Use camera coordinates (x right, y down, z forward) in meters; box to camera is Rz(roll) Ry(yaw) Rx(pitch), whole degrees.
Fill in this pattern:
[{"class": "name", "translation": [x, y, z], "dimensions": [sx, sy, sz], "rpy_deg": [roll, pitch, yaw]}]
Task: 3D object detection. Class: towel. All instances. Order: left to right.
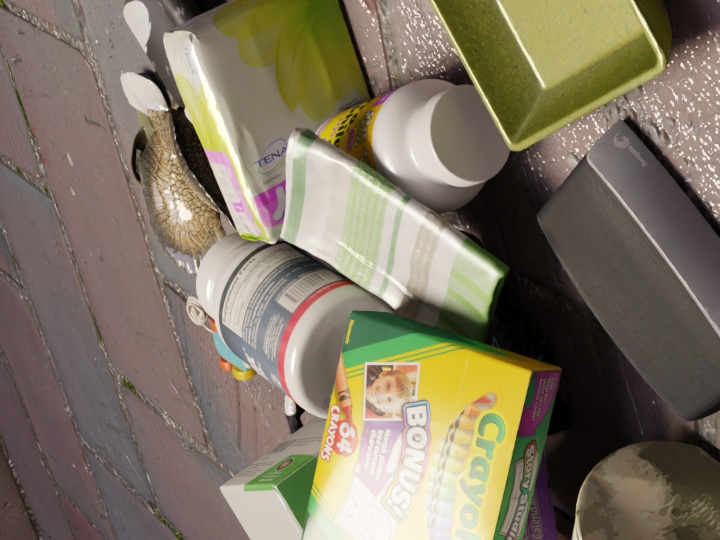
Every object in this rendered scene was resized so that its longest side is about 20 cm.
[{"class": "towel", "translation": [0.020, -0.016, 1.127], "dimensions": [0.199, 0.031, 0.150], "rpy_deg": [35, 154, 15]}]

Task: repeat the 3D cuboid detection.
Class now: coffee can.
[{"class": "coffee can", "translation": [0.227, 0.251, 1.103], "dimensions": [0.146, 0.145, 0.202], "rpy_deg": [42, 150, 32]}]

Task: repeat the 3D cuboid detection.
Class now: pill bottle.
[{"class": "pill bottle", "translation": [-0.062, 0.039, 1.278], "dimensions": [0.199, 0.119, 0.121], "rpy_deg": [31, 143, 50]}, {"class": "pill bottle", "translation": [0.038, -0.093, 1.143], "dimensions": [0.199, 0.104, 0.105], "rpy_deg": [-11, 107, 63]}]

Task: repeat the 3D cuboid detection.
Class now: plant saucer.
[{"class": "plant saucer", "translation": [0.117, -0.201, 0.951], "dimensions": [0.202, 0.048, 0.199], "rpy_deg": [61, 155, -2]}]

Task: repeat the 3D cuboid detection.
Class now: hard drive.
[{"class": "hard drive", "translation": [0.207, 0.007, 1.007], "dimensions": [0.201, 0.042, 0.135], "rpy_deg": [55, 154, 11]}]

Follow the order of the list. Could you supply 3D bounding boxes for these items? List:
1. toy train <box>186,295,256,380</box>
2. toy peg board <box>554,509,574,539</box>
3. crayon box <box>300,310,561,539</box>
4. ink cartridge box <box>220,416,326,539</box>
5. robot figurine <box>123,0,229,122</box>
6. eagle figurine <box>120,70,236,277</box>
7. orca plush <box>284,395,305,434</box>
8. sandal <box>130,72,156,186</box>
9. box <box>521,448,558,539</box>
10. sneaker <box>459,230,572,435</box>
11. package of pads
[{"class": "toy train", "translation": [-0.134, 0.047, 1.675], "dimensions": [0.151, 0.055, 0.200], "rpy_deg": [60, 152, 4]}, {"class": "toy peg board", "translation": [0.156, 0.323, 1.369], "dimensions": [0.199, 0.097, 0.202], "rpy_deg": [34, 145, 44]}, {"class": "crayon box", "translation": [0.051, 0.150, 1.113], "dimensions": [0.171, 0.058, 0.203], "rpy_deg": [16, 97, 36]}, {"class": "ink cartridge box", "translation": [-0.008, 0.171, 1.287], "dimensions": [0.085, 0.199, 0.146], "rpy_deg": [58, 155, -5]}, {"class": "robot figurine", "translation": [-0.138, -0.221, 1.319], "dimensions": [0.201, 0.149, 0.125], "rpy_deg": [58, 138, 6]}, {"class": "eagle figurine", "translation": [-0.164, -0.110, 1.456], "dimensions": [0.149, 0.203, 0.152], "rpy_deg": [-4, 160, 22]}, {"class": "orca plush", "translation": [-0.048, 0.090, 1.531], "dimensions": [0.070, 0.105, 0.203], "rpy_deg": [8, 106, 12]}, {"class": "sandal", "translation": [-0.245, -0.133, 1.681], "dimensions": [0.079, 0.057, 0.203], "rpy_deg": [26, 138, 50]}, {"class": "box", "translation": [0.136, 0.214, 1.207], "dimensions": [0.201, 0.038, 0.139], "rpy_deg": [84, 180, -63]}, {"class": "sneaker", "translation": [0.123, 0.055, 1.202], "dimensions": [0.079, 0.075, 0.202], "rpy_deg": [2, 125, 43]}, {"class": "package of pads", "translation": [-0.070, -0.141, 1.236], "dimensions": [0.068, 0.153, 0.202], "rpy_deg": [13, 128, 57]}]
